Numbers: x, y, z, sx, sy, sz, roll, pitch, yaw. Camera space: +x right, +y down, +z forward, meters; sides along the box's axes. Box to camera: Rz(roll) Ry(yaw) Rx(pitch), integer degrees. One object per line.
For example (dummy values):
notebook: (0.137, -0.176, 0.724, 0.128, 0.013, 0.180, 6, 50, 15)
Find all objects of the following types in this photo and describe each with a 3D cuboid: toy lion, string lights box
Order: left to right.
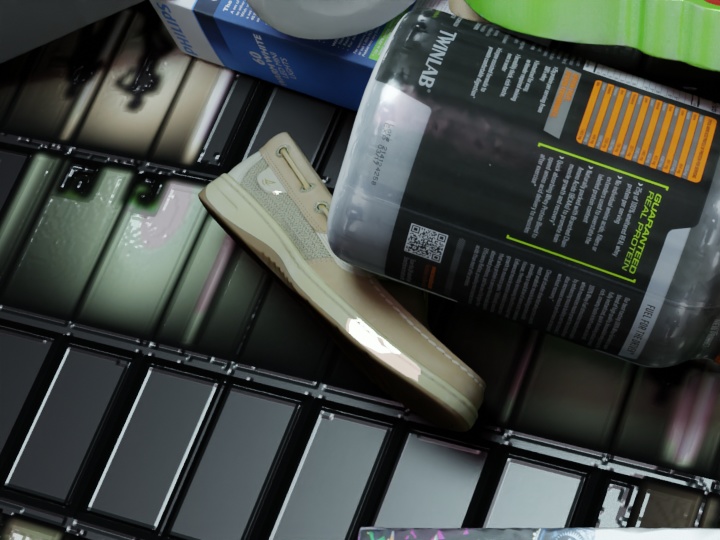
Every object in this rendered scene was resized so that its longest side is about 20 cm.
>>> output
string lights box: (-0.002, -0.144, 1.017, 0.200, 0.059, 0.103, 21, 70, 28)
toy lion: (0.150, -0.126, 0.861, 0.199, 0.069, 0.192, -2, 24, -7)

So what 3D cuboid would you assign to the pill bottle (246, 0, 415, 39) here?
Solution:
pill bottle: (-0.036, -0.221, 0.972, 0.109, 0.110, 0.200, -26, 55, 4)

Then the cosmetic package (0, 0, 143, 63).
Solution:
cosmetic package: (-0.193, -0.184, 1.058, 0.200, 0.090, 0.107, -21, 52, 35)

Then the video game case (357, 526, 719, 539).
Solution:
video game case: (0.077, 0.205, 0.807, 0.181, 0.036, 0.200, -3, 61, 18)

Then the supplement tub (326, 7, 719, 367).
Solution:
supplement tub: (0.095, -0.032, 0.860, 0.200, 0.123, 0.123, 20, 69, 5)

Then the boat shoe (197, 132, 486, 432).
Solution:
boat shoe: (0.000, 0.000, 0.931, 0.065, 0.072, 0.200, -43, 52, -6)
